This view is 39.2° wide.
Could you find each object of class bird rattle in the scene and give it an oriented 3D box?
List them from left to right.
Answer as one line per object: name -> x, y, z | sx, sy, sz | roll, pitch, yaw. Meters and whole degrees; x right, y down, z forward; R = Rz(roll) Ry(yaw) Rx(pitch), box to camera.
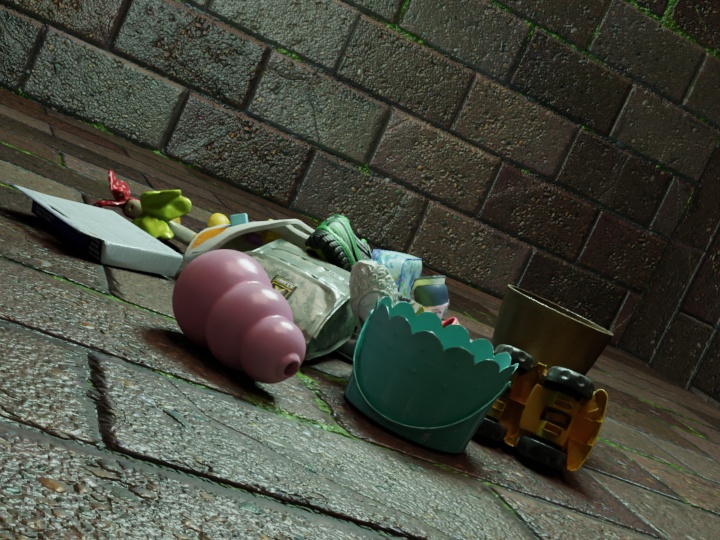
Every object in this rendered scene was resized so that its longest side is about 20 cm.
bird rattle -> -0.376, -0.089, 1.791 | 0.200, 0.113, 0.163 | 13, -15, 42

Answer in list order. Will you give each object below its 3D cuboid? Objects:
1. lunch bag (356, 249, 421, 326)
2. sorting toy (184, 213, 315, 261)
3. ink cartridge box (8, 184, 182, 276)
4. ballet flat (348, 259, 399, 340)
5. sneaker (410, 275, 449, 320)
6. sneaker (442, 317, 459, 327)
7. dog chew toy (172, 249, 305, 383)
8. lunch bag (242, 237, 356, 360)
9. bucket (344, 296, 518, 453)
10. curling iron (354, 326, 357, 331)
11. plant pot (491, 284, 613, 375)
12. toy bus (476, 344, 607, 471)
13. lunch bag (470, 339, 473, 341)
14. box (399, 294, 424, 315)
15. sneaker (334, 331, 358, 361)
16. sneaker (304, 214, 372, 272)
lunch bag -> 0.053, 0.045, 1.865 | 0.082, 0.161, 0.200 | 12, 3, 12
sorting toy -> -0.138, -0.037, 1.592 | 0.180, 0.107, 0.200 | -13, -31, 39
ink cartridge box -> -0.399, -0.058, 1.506 | 0.200, 0.041, 0.200 | 30, 8, 37
ballet flat -> 0.027, 0.081, 1.412 | 0.072, 0.200, 0.072 | -6, 30, 4
sneaker -> 0.124, 0.062, 1.797 | 0.070, 0.082, 0.200 | -6, -10, 6
sneaker -> 0.174, 0.136, 1.881 | 0.200, 0.090, 0.078 | 24, 4, -21
dog chew toy -> -0.137, 0.060, 1.195 | 0.124, 0.125, 0.200 | 18, 17, -49
lunch bag -> -0.103, 0.045, 1.433 | 0.164, 0.118, 0.200 | 26, 21, 15
bucket -> 0.085, 0.135, 1.309 | 0.207, 0.135, 0.207 | 24, 6, -3
curling iron -> -0.042, 0.088, 1.730 | 0.200, 0.026, 0.050 | 22, 15, -23
plant pot -> 0.282, 0.152, 1.649 | 0.187, 0.200, 0.187 | 25, 6, -3
toy bus -> 0.243, 0.202, 1.484 | 0.200, 0.136, 0.192 | 23, -7, 8
lunch bag -> 0.145, 0.147, 1.731 | 0.160, 0.077, 0.200 | 28, 7, 25
box -> 0.021, 0.060, 1.701 | 0.200, 0.075, 0.050 | 27, -26, 44
sneaker -> 0.032, 0.110, 1.572 | 0.200, 0.089, 0.074 | 20, 9, -28
sneaker -> 0.000, 0.000, 1.552 | 0.078, 0.085, 0.200 | -3, -51, 43
